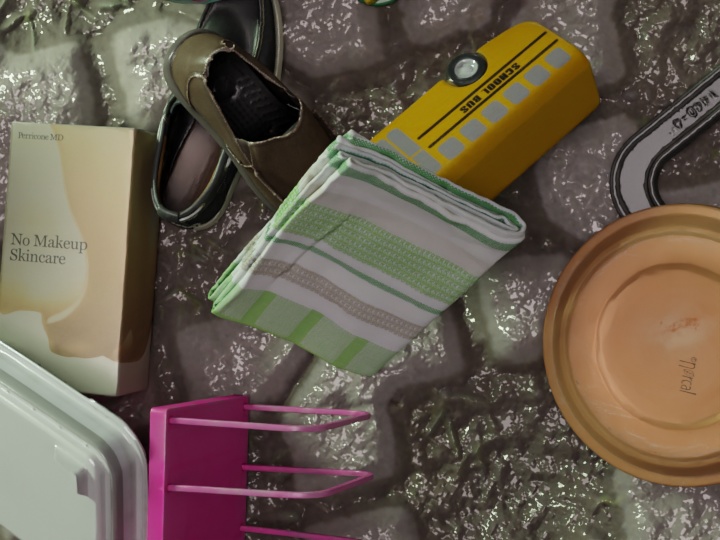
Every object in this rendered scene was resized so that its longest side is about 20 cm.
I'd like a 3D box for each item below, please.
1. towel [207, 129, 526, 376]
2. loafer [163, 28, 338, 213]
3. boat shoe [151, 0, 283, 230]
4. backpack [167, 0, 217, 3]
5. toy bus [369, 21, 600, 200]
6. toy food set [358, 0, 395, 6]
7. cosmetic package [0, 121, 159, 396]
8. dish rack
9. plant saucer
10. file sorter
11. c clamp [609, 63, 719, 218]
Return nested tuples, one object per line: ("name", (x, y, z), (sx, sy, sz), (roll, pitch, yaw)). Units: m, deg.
("towel", (0.000, 0.000, 1.026), (0.149, 0.031, 0.200), (25, 134, -19))
("loafer", (-0.059, -0.090, 1.067), (0.200, 0.071, 0.073), (40, 84, -20))
("boat shoe", (-0.108, -0.129, 1.111), (0.072, 0.068, 0.200), (17, 91, 15))
("backpack", (-0.141, -0.294, 1.065), (0.176, 0.153, 0.201), (0, 97, 36))
("toy bus", (0.069, -0.087, 1.048), (0.200, 0.065, 0.078), (-41, 54, -10))
("toy food set", (0.020, -0.304, 1.098), (0.198, 0.049, 0.200), (-32, 85, 9))
("cosmetic package", (-0.212, -0.009, 1.126), (0.105, 0.071, 0.201), (3, 90, 11))
("dish rack", (-0.239, 0.145, 1.080), (0.200, 0.044, 0.172), (29, 133, 27))
("plant saucer", (0.225, 0.053, 1.047), (0.200, 0.032, 0.201), (1, 92, 23))
("file sorter", (-0.065, 0.196, 1.054), (0.125, 0.139, 0.201), (2, 90, 20))
("c clamp", (0.273, -0.055, 1.066), (0.200, 0.027, 0.171), (-46, 77, 8))
